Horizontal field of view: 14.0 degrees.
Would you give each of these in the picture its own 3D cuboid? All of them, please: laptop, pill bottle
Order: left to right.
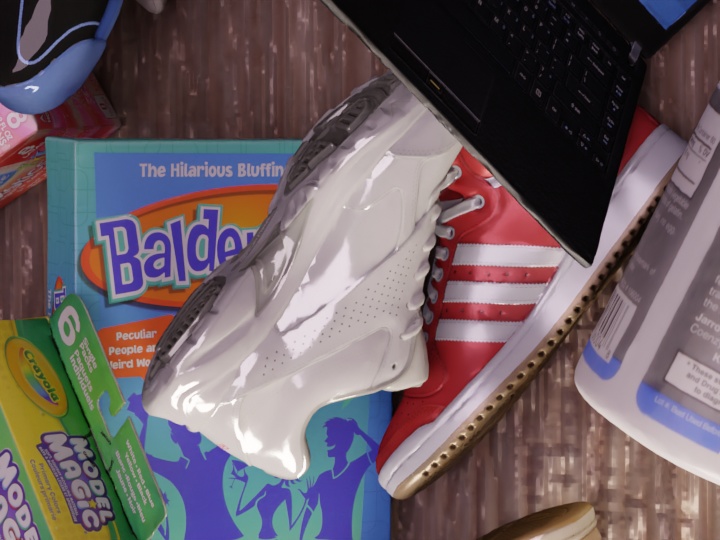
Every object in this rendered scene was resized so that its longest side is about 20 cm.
[{"bbox_3d":[0.090,-0.140,1.181,0.103,0.201,0.177,-26,121,38],"label":"laptop"},{"bbox_3d":[0.180,-0.016,1.213,0.113,0.114,0.201,29,102,13],"label":"pill bottle"}]

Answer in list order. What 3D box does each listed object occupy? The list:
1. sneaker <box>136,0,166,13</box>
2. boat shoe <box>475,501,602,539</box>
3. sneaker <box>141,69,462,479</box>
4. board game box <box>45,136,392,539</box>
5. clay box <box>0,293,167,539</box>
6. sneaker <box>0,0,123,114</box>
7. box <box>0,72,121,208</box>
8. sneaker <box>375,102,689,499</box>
[{"bbox_3d":[-0.039,-0.190,1.303,0.199,0.075,0.100,-30,106,16],"label":"sneaker"},{"bbox_3d":[0.034,0.171,1.298,0.200,0.074,0.069,-34,86,26],"label":"boat shoe"},{"bbox_3d":[0.000,0.000,1.231,0.099,0.078,0.200,37,96,-15],"label":"sneaker"},{"bbox_3d":[-0.061,0.041,1.285,0.151,0.045,0.201,-2,95,-23],"label":"board game box"},{"bbox_3d":[-0.163,0.106,1.252,0.200,0.047,0.115,-46,60,41],"label":"clay box"},{"bbox_3d":[-0.133,-0.170,1.237,0.070,0.078,0.201,9,81,26],"label":"sneaker"},{"bbox_3d":[-0.210,-0.125,1.334,0.094,0.103,0.201,-32,83,17],"label":"box"},{"bbox_3d":[0.044,-0.006,1.278,0.112,0.071,0.200,38,96,7],"label":"sneaker"}]
